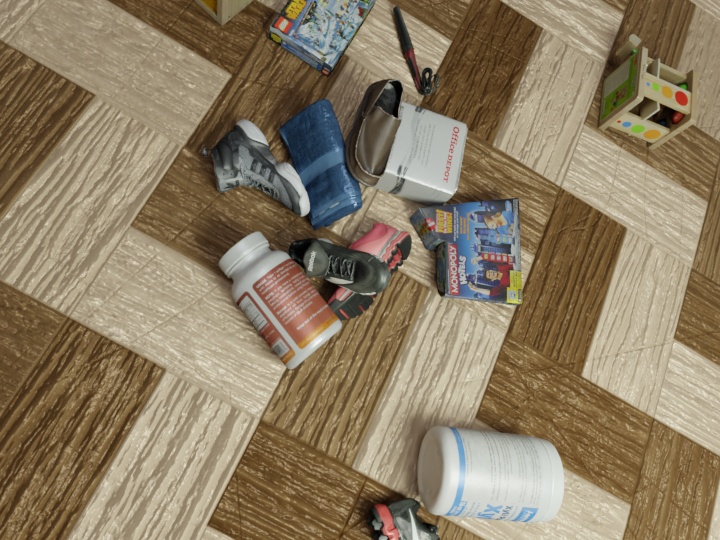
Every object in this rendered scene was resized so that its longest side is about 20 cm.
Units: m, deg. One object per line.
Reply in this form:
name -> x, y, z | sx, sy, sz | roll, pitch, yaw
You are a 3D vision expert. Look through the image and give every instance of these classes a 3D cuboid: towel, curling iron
towel -> -0.067, -0.182, 0.984 | 0.048, 0.111, 0.203 | -4, 73, -53
curling iron -> 0.106, -0.436, 1.143 | 0.049, 0.026, 0.202 | -25, 76, 18

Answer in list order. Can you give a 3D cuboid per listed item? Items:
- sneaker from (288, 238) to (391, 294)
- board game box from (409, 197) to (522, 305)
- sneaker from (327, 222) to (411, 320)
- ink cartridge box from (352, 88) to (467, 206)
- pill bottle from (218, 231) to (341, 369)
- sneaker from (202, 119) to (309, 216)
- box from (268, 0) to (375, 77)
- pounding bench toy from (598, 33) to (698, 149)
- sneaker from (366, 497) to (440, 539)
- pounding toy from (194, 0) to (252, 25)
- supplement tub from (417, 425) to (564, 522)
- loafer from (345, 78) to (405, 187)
sneaker -> -0.043, -0.008, 0.897 | 0.090, 0.199, 0.067 | 5, 102, -45
board game box -> 0.188, -0.042, 1.040 | 0.197, 0.062, 0.203 | 7, 73, -12
sneaker -> 0.000, 0.000, 0.985 | 0.086, 0.074, 0.200 | 34, 74, 30
ink cartridge box -> 0.079, -0.218, 1.046 | 0.197, 0.086, 0.149 | 17, 72, -11
pill bottle -> -0.129, 0.043, 0.903 | 0.112, 0.112, 0.201 | -37, 87, -21
sneaker -> -0.179, -0.151, 0.966 | 0.113, 0.076, 0.201 | -36, 81, -20
box -> -0.070, -0.488, 1.105 | 0.136, 0.040, 0.202 | 31, 69, -6
pounding bench toy -> 0.617, -0.388, 1.219 | 0.154, 0.124, 0.203 | 17, 71, -10
sneaker -> 0.089, 0.441, 0.874 | 0.097, 0.071, 0.203 | -20, 80, -17
pounding toy -> -0.257, -0.533, 0.989 | 0.200, 0.184, 0.142 | 42, 69, -1
supplement tub -> 0.200, 0.320, 0.906 | 0.197, 0.132, 0.134 | 10, 72, -11
loafer -> 0.027, -0.236, 0.948 | 0.072, 0.071, 0.203 | 18, 70, -25
